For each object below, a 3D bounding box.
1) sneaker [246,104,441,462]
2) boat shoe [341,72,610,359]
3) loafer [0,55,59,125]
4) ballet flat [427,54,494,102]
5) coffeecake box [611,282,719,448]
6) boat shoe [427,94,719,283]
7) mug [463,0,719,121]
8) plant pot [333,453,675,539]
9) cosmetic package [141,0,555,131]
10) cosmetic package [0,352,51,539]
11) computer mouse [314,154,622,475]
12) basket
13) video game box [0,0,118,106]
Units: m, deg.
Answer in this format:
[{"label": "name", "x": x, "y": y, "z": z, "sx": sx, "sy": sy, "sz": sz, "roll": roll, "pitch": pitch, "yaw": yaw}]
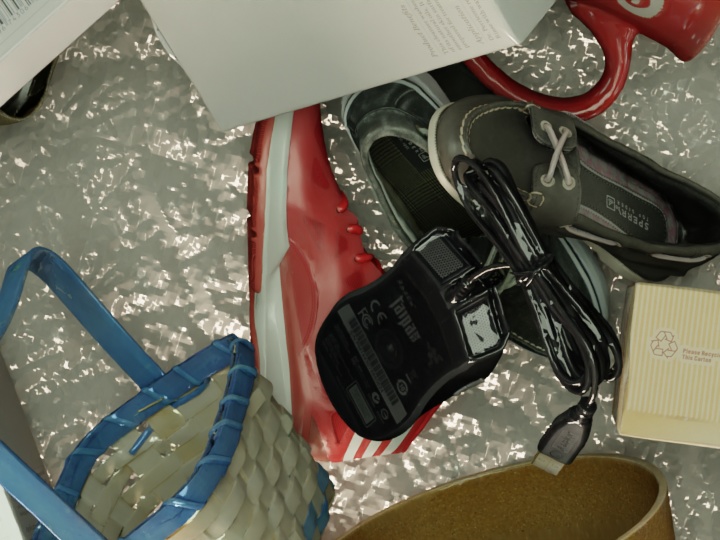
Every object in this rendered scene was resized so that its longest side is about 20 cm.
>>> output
[{"label": "sneaker", "x": 0.000, "y": 0.000, "z": 1.532, "sx": 0.115, "sy": 0.078, "sz": 0.201, "roll": 0, "pitch": 102, "yaw": -4}, {"label": "boat shoe", "x": 0.053, "y": -0.014, "z": 1.483, "sx": 0.072, "sy": 0.071, "sz": 0.200, "roll": -31, "pitch": 120, "yaw": 24}, {"label": "loafer", "x": -0.168, "y": -0.163, "z": 1.512, "sx": 0.076, "sy": 0.067, "sz": 0.201, "roll": -7, "pitch": 116, "yaw": -33}, {"label": "ballet flat", "x": 0.019, "y": -0.123, "z": 1.526, "sx": 0.200, "sy": 0.068, "sz": 0.068, "roll": 40, "pitch": 84, "yaw": 3}, {"label": "coffeecake box", "x": 0.201, "y": 0.050, "z": 1.443, "sx": 0.153, "sy": 0.200, "sz": 0.073, "roll": 7, "pitch": 90, "yaw": 4}, {"label": "boat shoe", "x": 0.112, "y": -0.045, "z": 1.461, "sx": 0.057, "sy": 0.200, "sz": 0.067, "roll": -16, "pitch": 64, "yaw": 37}, {"label": "mug", "x": 0.090, "y": -0.184, "z": 1.462, "sx": 0.199, "sy": 0.133, "sz": 0.178, "roll": 23, "pitch": 70, "yaw": -5}, {"label": "plant pot", "x": 0.086, "y": 0.219, "z": 1.476, "sx": 0.186, "sy": 0.186, "sz": 0.201, "roll": -16, "pitch": 103, "yaw": 4}, {"label": "cosmetic package", "x": -0.008, "y": -0.148, "z": 1.416, "sx": 0.200, "sy": 0.081, "sz": 0.113, "roll": -10, "pitch": 119, "yaw": 41}, {"label": "cosmetic package", "x": -0.223, "y": 0.071, "z": 1.522, "sx": 0.085, "sy": 0.108, "sz": 0.201, "roll": -22, "pitch": 87, "yaw": 6}, {"label": "computer mouse", "x": 0.059, "y": 0.042, "z": 1.424, "sx": 0.046, "sy": 0.200, "sz": 0.141, "roll": -20, "pitch": 71, "yaw": -37}, {"label": "basket", "x": -0.112, "y": 0.095, "z": 1.437, "sx": 0.139, "sy": 0.176, "sz": 0.200, "roll": -32, "pitch": 107, "yaw": 22}, {"label": "video game box", "x": -0.240, "y": -0.142, "z": 1.458, "sx": 0.200, "sy": 0.047, "sz": 0.182, "roll": -39, "pitch": 73, "yaw": 14}]
